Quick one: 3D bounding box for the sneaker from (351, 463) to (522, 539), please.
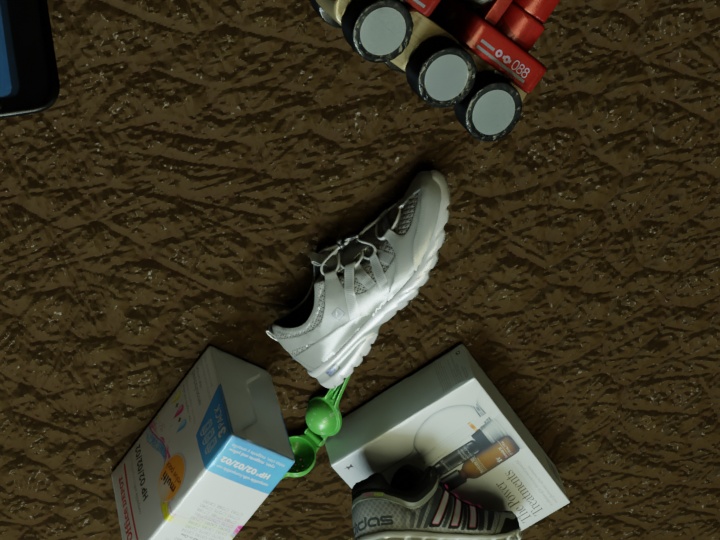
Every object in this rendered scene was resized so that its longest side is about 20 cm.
[{"bbox_3d":[0.064,0.209,1.458,0.198,0.089,0.073,4,155,-43],"label":"sneaker"}]

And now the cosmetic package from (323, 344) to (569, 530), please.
[{"bbox_3d":[0.079,0.177,1.517,0.150,0.052,0.200,-31,128,11],"label":"cosmetic package"}]

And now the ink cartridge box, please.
[{"bbox_3d":[-0.145,0.179,1.407,0.067,0.116,0.201,25,116,-30],"label":"ink cartridge box"}]

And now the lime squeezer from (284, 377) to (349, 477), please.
[{"bbox_3d":[-0.050,0.136,1.445,0.201,0.038,0.070,-52,143,4],"label":"lime squeezer"}]

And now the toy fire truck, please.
[{"bbox_3d":[0.090,-0.213,1.195,0.175,0.129,0.201,31,101,-32],"label":"toy fire truck"}]

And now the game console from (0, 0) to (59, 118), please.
[{"bbox_3d":[-0.304,-0.194,1.081,0.197,0.117,0.178,-9,128,-11],"label":"game console"}]

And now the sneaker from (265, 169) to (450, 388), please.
[{"bbox_3d":[0.000,0.000,1.344,0.081,0.075,0.201,31,104,-16],"label":"sneaker"}]
